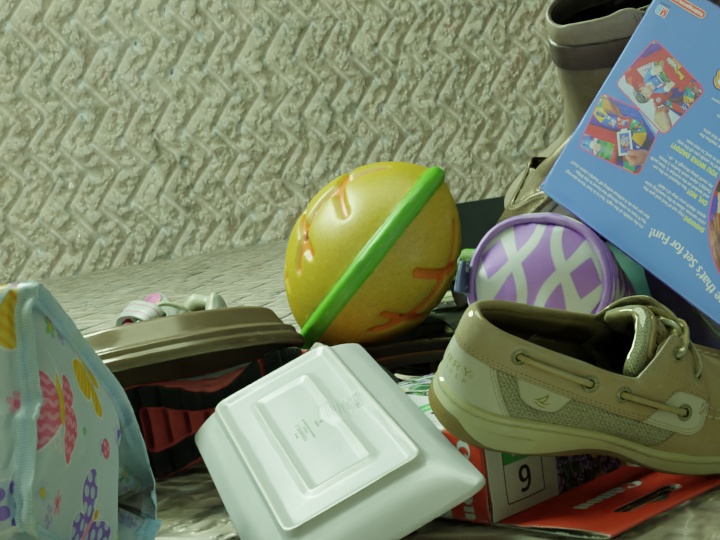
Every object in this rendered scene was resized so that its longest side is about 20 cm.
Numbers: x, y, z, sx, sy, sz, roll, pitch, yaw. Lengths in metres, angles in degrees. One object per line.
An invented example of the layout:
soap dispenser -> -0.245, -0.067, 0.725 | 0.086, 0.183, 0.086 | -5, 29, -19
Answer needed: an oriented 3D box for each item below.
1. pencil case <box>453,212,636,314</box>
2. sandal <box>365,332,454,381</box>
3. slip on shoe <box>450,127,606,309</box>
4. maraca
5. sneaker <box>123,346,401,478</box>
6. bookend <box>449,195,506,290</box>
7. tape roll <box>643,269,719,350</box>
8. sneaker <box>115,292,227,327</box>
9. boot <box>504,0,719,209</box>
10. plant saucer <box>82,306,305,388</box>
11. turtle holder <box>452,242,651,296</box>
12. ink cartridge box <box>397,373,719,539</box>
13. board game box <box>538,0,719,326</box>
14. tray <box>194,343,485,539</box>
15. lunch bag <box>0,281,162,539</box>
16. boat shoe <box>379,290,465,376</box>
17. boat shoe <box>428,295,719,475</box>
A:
pencil case -> 0.120, 0.026, 0.780 | 0.084, 0.086, 0.200 | -2, -11, 19
sandal -> 0.003, 0.083, 0.882 | 0.199, 0.055, 0.082 | -21, -6, 24
slip on shoe -> 0.123, -0.043, 0.831 | 0.076, 0.061, 0.200 | -8, -25, -40
maraca -> 0.000, 0.000, 0.889 | 0.137, 0.107, 0.200 | -47, -2, -32
sneaker -> -0.063, 0.082, 0.839 | 0.199, 0.074, 0.087 | -7, 4, 15
bookend -> 0.100, -0.004, 1.163 | 0.198, 0.093, 0.200 | -8, -7, 15
tape roll -> 0.256, -0.022, 0.778 | 0.085, 0.201, 0.200 | -10, 6, -24
sneaker -> -0.182, 0.066, 1.091 | 0.081, 0.089, 0.200 | -3, 8, 42
boot -> 0.154, -0.115, 0.842 | 0.200, 0.070, 0.146 | -27, -44, 18
plant saucer -> -0.134, 0.056, 0.830 | 0.199, 0.030, 0.200 | -12, -8, -2
turtle holder -> 0.169, 0.008, 0.949 | 0.185, 0.132, 0.141 | -6, 7, 20
ink cartridge box -> 0.075, 0.089, 0.681 | 0.109, 0.051, 0.200 | -13, 7, -42
board game box -> 0.205, -0.044, 0.684 | 0.045, 0.135, 0.200 | 7, 29, -51
tray -> -0.022, 0.085, 0.653 | 0.107, 0.022, 0.200 | -28, 21, -9
lunch bag -> -0.187, 0.099, 0.577 | 0.169, 0.128, 0.200 | -6, -22, 2
boat shoe -> 0.064, 0.053, 1.017 | 0.200, 0.072, 0.066 | 3, 32, -17
boat shoe -> 0.132, 0.049, 0.633 | 0.199, 0.065, 0.072 | 6, 30, -20
